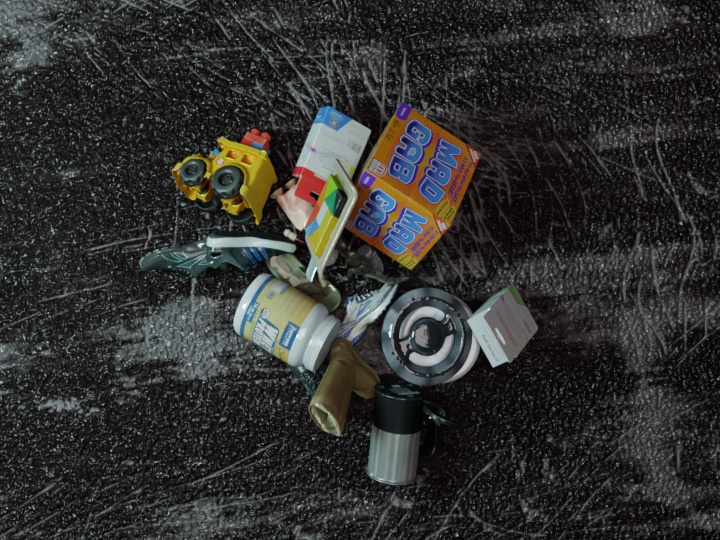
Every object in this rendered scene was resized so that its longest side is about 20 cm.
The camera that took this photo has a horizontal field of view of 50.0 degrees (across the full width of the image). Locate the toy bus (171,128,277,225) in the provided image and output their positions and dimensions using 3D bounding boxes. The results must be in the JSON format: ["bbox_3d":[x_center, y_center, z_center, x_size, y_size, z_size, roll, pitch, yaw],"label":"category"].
[{"bbox_3d":[-0.277,-0.222,1.662,0.196,0.136,0.195,18,69,18],"label":"toy bus"}]

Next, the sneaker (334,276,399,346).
[{"bbox_3d":[0.004,0.081,1.694,0.085,0.077,0.200,43,89,3],"label":"sneaker"}]

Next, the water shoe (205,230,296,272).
[{"bbox_3d":[-0.237,-0.039,1.664,0.195,0.071,0.081,3,107,-21],"label":"water shoe"}]

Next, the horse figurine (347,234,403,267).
[{"bbox_3d":[0.047,-0.085,1.690,0.195,0.050,0.136,10,74,-16],"label":"horse figurine"}]

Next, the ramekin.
[{"bbox_3d":[0.169,0.149,1.685,0.195,0.098,0.207,0,89,-1],"label":"ramekin"}]

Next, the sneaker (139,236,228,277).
[{"bbox_3d":[-0.381,-0.020,1.678,0.195,0.075,0.081,-12,92,-1],"label":"sneaker"}]

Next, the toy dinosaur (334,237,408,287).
[{"bbox_3d":[0.000,0.000,1.651,0.197,0.048,0.088,30,131,-20],"label":"toy dinosaur"}]

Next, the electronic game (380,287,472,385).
[{"bbox_3d":[0.139,0.138,1.614,0.194,0.042,0.206,0,90,-8],"label":"electronic game"}]

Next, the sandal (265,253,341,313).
[{"bbox_3d":[-0.130,0.025,1.697,0.199,0.057,0.080,38,85,1],"label":"sandal"}]

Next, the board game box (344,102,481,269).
[{"bbox_3d":[0.095,-0.170,1.591,0.197,0.200,0.202,31,58,-5],"label":"board game box"}]

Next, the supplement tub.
[{"bbox_3d":[-0.155,0.112,1.641,0.197,0.145,0.147,28,89,9],"label":"supplement tub"}]

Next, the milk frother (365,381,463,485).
[{"bbox_3d":[0.112,0.356,1.624,0.175,0.200,0.194,4,99,-10],"label":"milk frother"}]

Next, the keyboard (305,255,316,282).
[{"bbox_3d":[-0.076,-0.075,1.639,0.010,0.056,0.205,18,94,-21],"label":"keyboard"}]

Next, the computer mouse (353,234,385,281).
[{"bbox_3d":[-0.008,-0.064,1.719,0.058,0.034,0.203,-32,84,3],"label":"computer mouse"}]

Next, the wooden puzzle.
[{"bbox_3d":[-0.068,-0.109,1.565,0.036,0.186,0.204,14,111,-20],"label":"wooden puzzle"}]

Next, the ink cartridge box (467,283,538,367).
[{"bbox_3d":[0.297,0.122,1.638,0.067,0.199,0.119,-30,91,34],"label":"ink cartridge box"}]

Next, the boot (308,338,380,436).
[{"bbox_3d":[-0.032,0.267,1.617,0.065,0.202,0.176,-27,116,29],"label":"boot"}]

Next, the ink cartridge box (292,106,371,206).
[{"bbox_3d":[-0.070,-0.237,1.678,0.114,0.067,0.204,24,89,-24],"label":"ink cartridge box"}]

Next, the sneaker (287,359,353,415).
[{"bbox_3d":[-0.087,0.242,1.689,0.200,0.079,0.075,45,91,1],"label":"sneaker"}]

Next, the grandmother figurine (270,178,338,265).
[{"bbox_3d":[-0.110,-0.103,1.702,0.120,0.061,0.203,-32,93,7],"label":"grandmother figurine"}]
